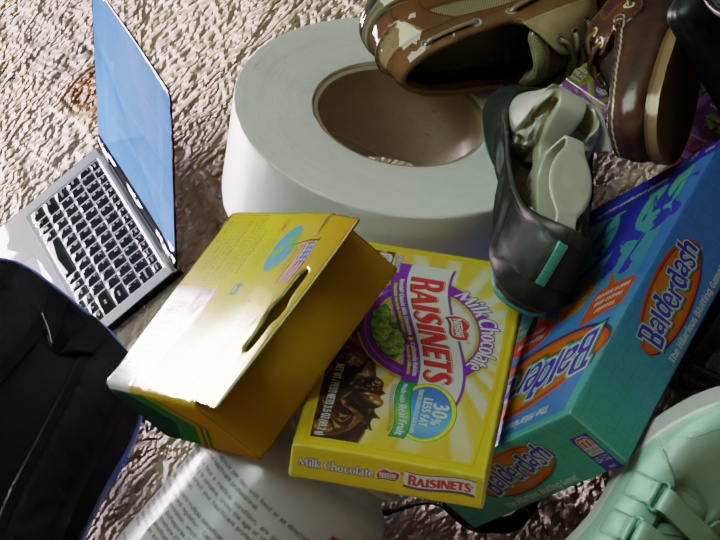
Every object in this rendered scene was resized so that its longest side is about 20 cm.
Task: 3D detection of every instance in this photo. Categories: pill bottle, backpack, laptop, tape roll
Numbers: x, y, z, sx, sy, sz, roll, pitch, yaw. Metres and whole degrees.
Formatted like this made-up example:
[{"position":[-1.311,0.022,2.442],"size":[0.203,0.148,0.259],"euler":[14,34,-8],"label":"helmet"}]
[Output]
[{"position":[-0.059,0.145,1.581],"size":[0.200,0.113,0.113],"euler":[-49,36,7],"label":"pill bottle"},{"position":[-0.245,0.102,1.765],"size":[0.147,0.183,0.200],"euler":[-30,22,49],"label":"backpack"},{"position":[-0.199,-0.059,1.941],"size":[0.200,0.116,0.187],"euler":[-39,36,2],"label":"laptop"},{"position":[0.020,-0.066,1.698],"size":[0.201,0.071,0.203],"euler":[6,37,-5],"label":"tape roll"}]

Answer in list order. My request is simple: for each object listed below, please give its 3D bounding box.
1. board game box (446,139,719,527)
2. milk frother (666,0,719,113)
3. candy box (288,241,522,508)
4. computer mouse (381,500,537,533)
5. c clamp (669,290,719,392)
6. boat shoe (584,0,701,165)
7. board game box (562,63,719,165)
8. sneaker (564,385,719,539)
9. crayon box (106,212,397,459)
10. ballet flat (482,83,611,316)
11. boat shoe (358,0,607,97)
[{"position":[0.128,0.034,1.548],"size":[0.152,0.045,0.200],"euler":[-31,23,55],"label":"board game box"},{"position":[0.287,-0.142,1.529],"size":[0.200,0.188,0.180],"euler":[-45,30,-11],"label":"milk frother"},{"position":[0.029,0.052,1.524],"size":[0.102,0.027,0.200],"euler":[11,33,3],"label":"candy box"},{"position":[0.013,0.130,1.626],"size":[0.199,0.034,0.059],"euler":[-9,46,35],"label":"computer mouse"},{"position":[0.221,0.051,1.523],"size":[0.200,0.027,0.171],"euler":[17,74,52],"label":"c clamp"},{"position":[0.161,-0.126,1.617],"size":[0.070,0.071,0.200],"euler":[4,36,17],"label":"boat shoe"},{"position":[0.210,-0.120,1.711],"size":[0.120,0.032,0.200],"euler":[-40,35,-6],"label":"board game box"},{"position":[0.154,0.155,1.437],"size":[0.201,0.074,0.118],"euler":[-48,29,7],"label":"sneaker"},{"position":[-0.056,0.032,1.529],"size":[0.127,0.051,0.200],"euler":[-53,17,-11],"label":"crayon box"},{"position":[0.108,-0.056,1.592],"size":[0.069,0.068,0.201],"euler":[-58,20,34],"label":"ballet flat"},{"position":[0.101,-0.138,1.700],"size":[0.199,0.076,0.074],"euler":[-10,47,-12],"label":"boat shoe"}]
